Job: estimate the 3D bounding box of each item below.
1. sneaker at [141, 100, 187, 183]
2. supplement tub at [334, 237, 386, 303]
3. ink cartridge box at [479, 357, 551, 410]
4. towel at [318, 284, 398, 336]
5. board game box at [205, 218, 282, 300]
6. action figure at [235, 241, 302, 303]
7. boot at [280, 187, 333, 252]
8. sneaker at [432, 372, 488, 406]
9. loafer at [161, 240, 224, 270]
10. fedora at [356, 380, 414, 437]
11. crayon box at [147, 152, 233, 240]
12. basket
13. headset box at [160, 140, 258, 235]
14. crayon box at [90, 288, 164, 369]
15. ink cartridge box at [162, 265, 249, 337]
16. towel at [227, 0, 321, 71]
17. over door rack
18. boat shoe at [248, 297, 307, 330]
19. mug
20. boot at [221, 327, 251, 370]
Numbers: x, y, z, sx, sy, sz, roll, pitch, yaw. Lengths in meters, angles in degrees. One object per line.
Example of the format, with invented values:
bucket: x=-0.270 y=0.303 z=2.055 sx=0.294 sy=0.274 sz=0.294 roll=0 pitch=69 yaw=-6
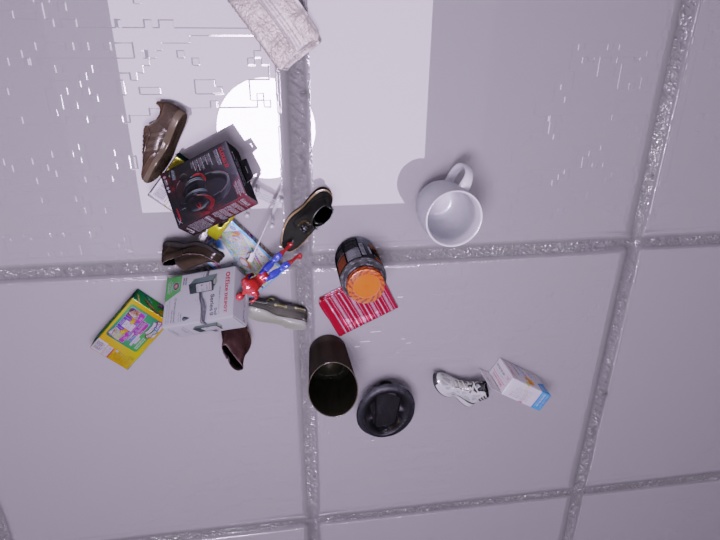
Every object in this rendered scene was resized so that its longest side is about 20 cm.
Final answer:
sneaker: x=-0.489 y=-0.310 z=1.312 sx=0.075 sy=0.070 sz=0.200 roll=32 pitch=103 yaw=-1
supplement tub: x=0.000 y=0.000 z=1.442 sx=0.122 sy=0.200 sz=0.123 roll=-3 pitch=115 yaw=-7
ink cartridge box: x=0.486 y=0.352 z=1.723 sx=0.200 sy=0.115 sz=0.068 roll=26 pitch=108 yaw=-19
towel: x=-0.006 y=0.098 z=1.584 sx=0.200 sy=0.022 sz=0.145 roll=-26 pitch=116 yaw=3
board game box: x=-0.320 y=-0.030 z=1.470 sx=0.134 sy=0.034 sz=0.200 roll=-40 pitch=114 yaw=10
action figure: x=-0.248 y=0.015 z=1.414 sx=0.200 sy=0.099 sz=0.065 roll=-42 pitch=94 yaw=-25
boot: x=-0.141 y=-0.114 z=1.403 sx=0.077 sy=0.138 sz=0.200 roll=28 pitch=108 yaw=-20
sneaker: x=0.324 y=0.354 z=1.701 sx=0.200 sy=0.076 sz=0.115 roll=31 pitch=134 yaw=-29
loafer: x=-0.427 y=-0.030 z=1.384 sx=0.073 sy=0.200 sz=0.072 roll=34 pitch=64 yaw=-54
fedora: x=0.073 y=0.418 z=1.701 sx=0.200 sy=0.092 sz=0.201 roll=-3 pitch=114 yaw=-8
crayon box: x=-0.411 y=-0.183 z=1.376 sx=0.200 sy=0.051 sz=0.127 roll=37 pitch=101 yaw=-21
basket: x=-0.086 y=0.283 z=1.556 sx=0.136 sy=0.200 sz=0.181 roll=-8 pitch=114 yaw=-5
headset box: x=-0.342 y=-0.194 z=1.267 sx=0.200 sy=0.075 sz=0.149 roll=-24 pitch=76 yaw=7
crayon box: x=-0.625 y=0.163 z=1.496 sx=0.119 sy=0.058 sz=0.200 roll=40 pitch=103 yaw=-22
ink cartridge box: x=-0.398 y=0.081 z=1.414 sx=0.199 sy=0.146 sz=0.084 roll=-10 pitch=153 yaw=12
towel: x=-0.192 y=-0.573 z=1.247 sx=0.132 sy=0.034 sz=0.200 roll=-37 pitch=114 yaw=7
over door rack: x=-0.297 y=-0.123 z=1.363 sx=0.148 sy=0.067 sz=0.200 roll=24 pitch=106 yaw=-24
boat shoe: x=-0.242 y=0.113 z=1.524 sx=0.201 sy=0.060 sz=0.072 roll=18 pitch=150 yaw=-23
mug: x=0.229 y=-0.182 z=1.410 sx=0.147 sy=0.175 sz=0.200 roll=20 pitch=109 yaw=-17
boot: x=-0.351 y=0.150 z=1.471 sx=0.072 sy=0.166 sz=0.200 roll=-20 pitch=116 yaw=5
